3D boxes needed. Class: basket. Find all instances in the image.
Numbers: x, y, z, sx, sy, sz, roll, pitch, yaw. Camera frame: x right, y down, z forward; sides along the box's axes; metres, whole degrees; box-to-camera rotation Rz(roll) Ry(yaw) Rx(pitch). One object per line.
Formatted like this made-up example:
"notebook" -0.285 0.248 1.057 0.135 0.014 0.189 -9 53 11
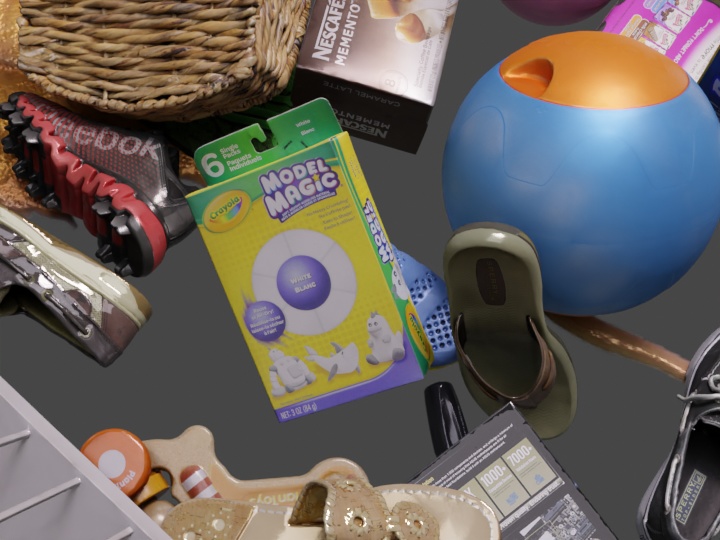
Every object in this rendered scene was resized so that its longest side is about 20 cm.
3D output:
"basket" -0.146 -0.187 0.831 0.198 0.149 0.144 2 94 13

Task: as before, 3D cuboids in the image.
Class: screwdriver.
"screwdriver" 0.078 0.173 0.742 0.028 0.029 0.201 -10 65 -8

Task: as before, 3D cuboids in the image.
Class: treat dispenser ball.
"treat dispenser ball" 0.158 -0.068 0.758 0.199 0.201 0.202 1 67 -3

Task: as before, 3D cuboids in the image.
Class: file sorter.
"file sorter" -0.222 0.184 0.627 0.200 0.124 0.139 38 112 16

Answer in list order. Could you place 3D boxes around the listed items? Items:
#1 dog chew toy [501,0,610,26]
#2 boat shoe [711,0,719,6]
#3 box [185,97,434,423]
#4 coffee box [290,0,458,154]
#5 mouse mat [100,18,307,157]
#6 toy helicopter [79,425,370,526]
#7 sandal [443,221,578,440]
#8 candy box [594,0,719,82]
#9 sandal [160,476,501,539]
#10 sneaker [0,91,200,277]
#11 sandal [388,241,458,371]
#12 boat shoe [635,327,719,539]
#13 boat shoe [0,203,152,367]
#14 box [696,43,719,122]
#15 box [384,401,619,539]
"dog chew toy" 0.169 -0.290 0.852 0.123 0.200 0.125 1 67 -3
"boat shoe" 0.279 -0.277 0.931 0.200 0.075 0.068 40 43 20
"box" -0.038 -0.006 0.731 0.117 0.048 0.201 -20 97 18
"coffee box" 0.019 -0.212 0.871 0.114 0.080 0.201 16 66 -2
"mouse mat" -0.126 -0.175 0.889 0.199 0.008 0.161 34 69 9
"toy helicopter" -0.090 0.169 0.708 0.198 0.079 0.133 -6 74 -6
"sandal" 0.096 0.054 0.715 0.079 0.202 0.058 -9 43 18
"candy box" 0.281 -0.144 0.874 0.199 0.061 0.137 35 69 11
"sandal" -0.024 0.158 0.622 0.210 0.070 0.078 -2 66 9
"sneaker" -0.195 -0.078 0.811 0.200 0.071 0.098 39 51 24
"sandal" 0.000 0.000 0.781 0.199 0.087 0.080 34 67 8
"boat shoe" 0.259 0.112 0.760 0.073 0.068 0.200 33 69 10
"boat shoe" -0.251 0.003 0.770 0.200 0.072 0.066 27 63 3
"box" 0.292 -0.160 0.739 0.064 0.200 0.070 39 71 13
"box" 0.067 0.213 0.678 0.200 0.086 0.164 -37 74 -7
